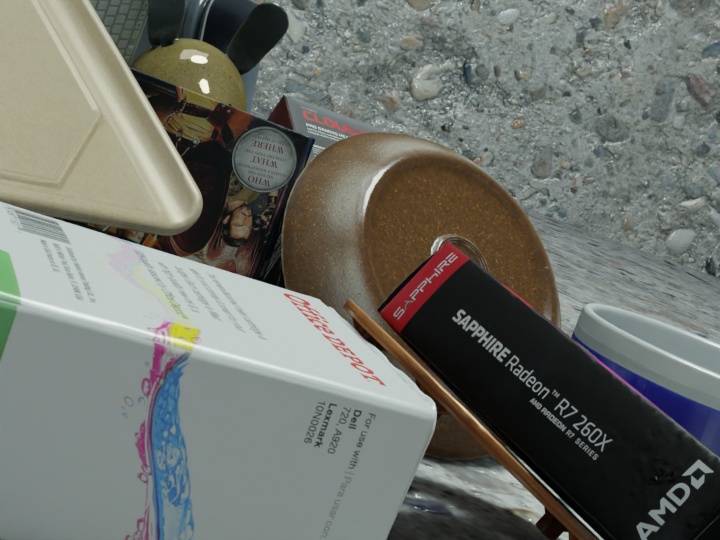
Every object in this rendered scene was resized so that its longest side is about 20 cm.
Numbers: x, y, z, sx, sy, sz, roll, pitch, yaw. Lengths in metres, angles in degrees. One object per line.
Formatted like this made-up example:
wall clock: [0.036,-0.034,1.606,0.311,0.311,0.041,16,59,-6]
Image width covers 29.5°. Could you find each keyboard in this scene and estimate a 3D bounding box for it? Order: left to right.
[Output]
keyboard: [-0.200,-0.134,1.000,0.056,0.200,0.011,-10,50,-41]

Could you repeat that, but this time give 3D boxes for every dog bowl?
dog bowl: [0.241,0.097,0.989,0.199,0.079,0.200,20,8,-3]

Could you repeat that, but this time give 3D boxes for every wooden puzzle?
wooden puzzle: [-0.189,-0.094,0.669,0.200,0.037,0.185,4,48,-54]

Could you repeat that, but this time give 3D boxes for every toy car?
toy car: [-0.124,-0.108,0.981,0.164,0.201,0.158,15,10,-31]

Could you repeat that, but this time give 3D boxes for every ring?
ring: [0.061,0.087,0.604,0.200,0.019,0.200,44,-1,1]

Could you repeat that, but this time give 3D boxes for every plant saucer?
plant saucer: [0.048,0.005,0.775,0.200,0.201,0.037,16,-32,-32]

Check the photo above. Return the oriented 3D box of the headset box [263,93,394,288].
headset box: [0.009,-0.017,0.874,0.148,0.077,0.200,17,39,-30]

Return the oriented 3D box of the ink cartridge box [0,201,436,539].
ink cartridge box: [-0.093,0.041,0.508,0.199,0.084,0.145,18,9,-24]

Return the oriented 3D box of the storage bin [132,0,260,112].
storage bin: [-0.175,-0.147,1.178,0.134,0.201,0.145,14,6,17]

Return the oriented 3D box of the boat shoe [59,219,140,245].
boat shoe: [-0.197,-0.024,0.711,0.199,0.071,0.072,23,9,11]

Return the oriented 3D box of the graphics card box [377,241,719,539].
graphics card box: [0.100,0.077,0.563,0.125,0.051,0.200,46,-1,-37]

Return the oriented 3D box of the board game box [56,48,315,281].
board game box: [-0.142,-0.048,0.780,0.199,0.136,0.035,21,4,2]
